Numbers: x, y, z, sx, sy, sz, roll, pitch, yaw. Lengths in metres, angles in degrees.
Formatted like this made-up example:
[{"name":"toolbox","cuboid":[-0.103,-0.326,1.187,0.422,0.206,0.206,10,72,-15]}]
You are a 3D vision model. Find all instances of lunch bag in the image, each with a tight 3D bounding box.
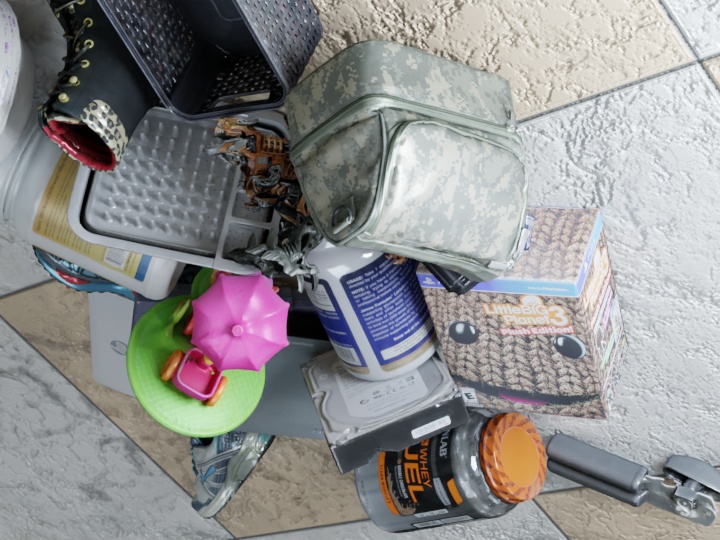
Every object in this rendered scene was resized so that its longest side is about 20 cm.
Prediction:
[{"name":"lunch bag","cuboid":[0.047,-0.083,1.327,0.199,0.169,0.139,12,152,-41]}]

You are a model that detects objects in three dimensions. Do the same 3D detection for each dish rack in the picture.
[{"name":"dish rack","cuboid":[-0.166,-0.082,1.479,0.199,0.173,0.044,11,157,-1]}]

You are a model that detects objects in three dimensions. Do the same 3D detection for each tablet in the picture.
[{"name":"tablet","cuboid":[-0.266,0.096,1.873,0.129,0.014,0.201,19,141,7]}]

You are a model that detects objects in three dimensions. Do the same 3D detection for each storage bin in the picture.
[{"name":"storage bin","cuboid":[-0.137,-0.239,1.353,0.134,0.094,0.201,-4,133,31]}]

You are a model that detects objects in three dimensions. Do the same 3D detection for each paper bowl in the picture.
[{"name":"paper bowl","cuboid":[-0.385,-0.170,1.486,0.104,0.202,0.200,18,152,-40]}]

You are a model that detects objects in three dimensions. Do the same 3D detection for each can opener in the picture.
[{"name":"can opener","cuboid":[0.302,0.219,1.700,0.199,0.067,0.054,21,144,26]}]

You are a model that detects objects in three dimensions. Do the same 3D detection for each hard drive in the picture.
[{"name":"hard drive","cuboid":[-0.068,0.120,1.734,0.139,0.033,0.200,8,141,-19]},{"name":"hard drive","cuboid":[0.020,0.121,1.573,0.139,0.200,0.038,-22,112,-2]}]

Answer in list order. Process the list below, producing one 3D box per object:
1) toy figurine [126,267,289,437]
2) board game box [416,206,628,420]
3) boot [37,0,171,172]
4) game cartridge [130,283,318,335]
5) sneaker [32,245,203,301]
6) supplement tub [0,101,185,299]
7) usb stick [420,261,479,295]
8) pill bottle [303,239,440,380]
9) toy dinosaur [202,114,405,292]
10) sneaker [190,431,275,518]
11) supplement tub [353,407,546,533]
[{"name":"toy figurine","cuboid":[-0.121,0.047,1.528,0.150,0.201,0.184,32,149,-12]},{"name":"board game box","cuboid":[0.162,0.040,1.518,0.158,0.097,0.201,3,138,24]},{"name":"boot","cuboid":[-0.255,-0.202,1.406,0.073,0.154,0.204,-18,126,40]},{"name":"game cartridge","cuboid":[-0.150,0.063,1.698,0.198,0.039,0.130,2,147,-12]},{"name":"sneaker","cuboid":[-0.255,-0.022,1.691,0.199,0.080,0.096,18,137,-8]},{"name":"supplement tub","cuboid":[-0.259,-0.072,1.566,0.199,0.145,0.145,25,142,-1]},{"name":"usb stick","cuboid":[0.040,-0.060,1.436,0.200,0.055,0.033,47,146,16]},{"name":"pill bottle","cuboid":[0.000,0.000,1.534,0.115,0.116,0.201,-4,127,30]},{"name":"toy dinosaur","cuboid":[-0.051,-0.059,1.388,0.199,0.136,0.102,25,170,8]},{"name":"sneaker","cuboid":[-0.176,0.234,1.953,0.086,0.078,0.200,37,134,2]},{"name":"supplement tub","cuboid":[0.100,0.222,1.741,0.199,0.123,0.123,-18,126,39]}]
